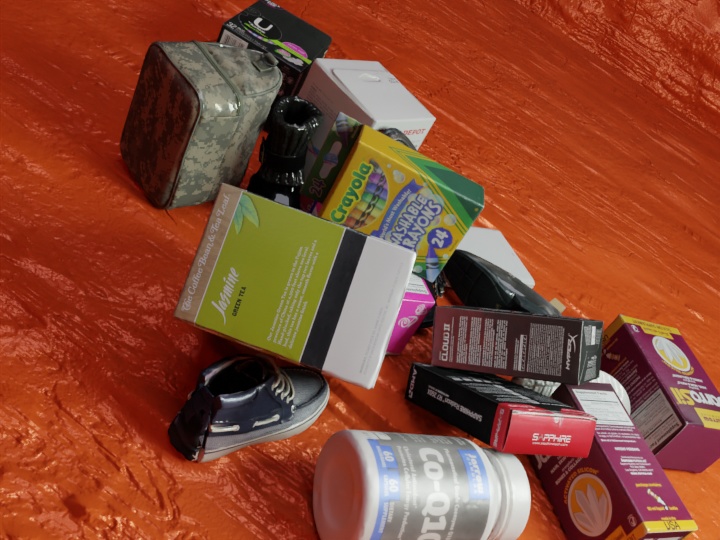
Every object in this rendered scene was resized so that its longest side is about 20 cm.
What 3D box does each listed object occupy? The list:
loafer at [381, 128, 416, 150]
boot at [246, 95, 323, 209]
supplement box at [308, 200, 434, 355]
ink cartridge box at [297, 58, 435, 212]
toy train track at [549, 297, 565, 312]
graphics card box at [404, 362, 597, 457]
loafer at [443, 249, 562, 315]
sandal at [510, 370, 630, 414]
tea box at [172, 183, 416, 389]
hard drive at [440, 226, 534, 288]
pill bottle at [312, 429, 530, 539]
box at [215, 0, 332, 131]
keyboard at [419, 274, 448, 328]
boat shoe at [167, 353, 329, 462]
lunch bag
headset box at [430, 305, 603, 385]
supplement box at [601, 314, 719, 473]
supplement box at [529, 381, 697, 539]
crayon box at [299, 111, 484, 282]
[{"bbox_3d":[0.073,-0.109,1.050,0.072,0.072,0.201,52,-4,44],"label":"loafer"},{"bbox_3d":[-0.100,-0.121,1.006,0.078,0.159,0.213,12,38,-26],"label":"boot"},{"bbox_3d":[0.000,0.000,0.985,0.102,0.102,0.202,8,41,-31],"label":"supplement box"},{"bbox_3d":[-0.018,-0.186,1.115,0.144,0.201,0.145,-15,55,-47],"label":"ink cartridge box"},{"bbox_3d":[0.243,0.093,1.126,0.115,0.033,0.199,45,43,19],"label":"toy train track"},{"bbox_3d":[0.152,0.155,0.863,0.124,0.052,0.199,10,4,-29],"label":"graphics card box"},{"bbox_3d":[0.205,0.036,1.097,0.200,0.073,0.072,43,38,19],"label":"loafer"},{"bbox_3d":[0.282,0.170,1.037,0.200,0.084,0.050,15,-6,-21],"label":"sandal"},{"bbox_3d":[-0.060,0.024,0.770,0.194,0.136,0.200,20,-7,2],"label":"tea box"},{"bbox_3d":[0.177,-0.023,1.222,0.197,0.026,0.133,5,43,-35],"label":"hard drive"},{"bbox_3d":[0.062,0.220,0.746,0.197,0.115,0.115,10,39,-28],"label":"pill bottle"},{"bbox_3d":[-0.156,-0.352,1.283,0.147,0.125,0.201,30,33,-4],"label":"box"},{"bbox_3d":[0.074,0.018,1.095,0.102,0.040,0.202,-1,42,-5],"label":"keyboard"},{"bbox_3d":[-0.092,0.122,0.764,0.075,0.093,0.199,46,37,22],"label":"boat shoe"},{"bbox_3d":[-0.198,-0.189,0.984,0.166,0.201,0.140,-16,58,-44],"label":"lunch bag"},{"bbox_3d":[0.187,0.088,0.939,0.197,0.079,0.148,3,-3,26],"label":"headset box"},{"bbox_3d":[0.433,0.178,1.103,0.129,0.104,0.202,13,39,-28],"label":"supplement box"},{"bbox_3d":[0.283,0.243,0.894,0.084,0.111,0.202,8,40,-28],"label":"supplement box"},{"bbox_3d":[0.033,-0.085,0.913,0.198,0.127,0.052,26,34,-8],"label":"crayon box"}]
